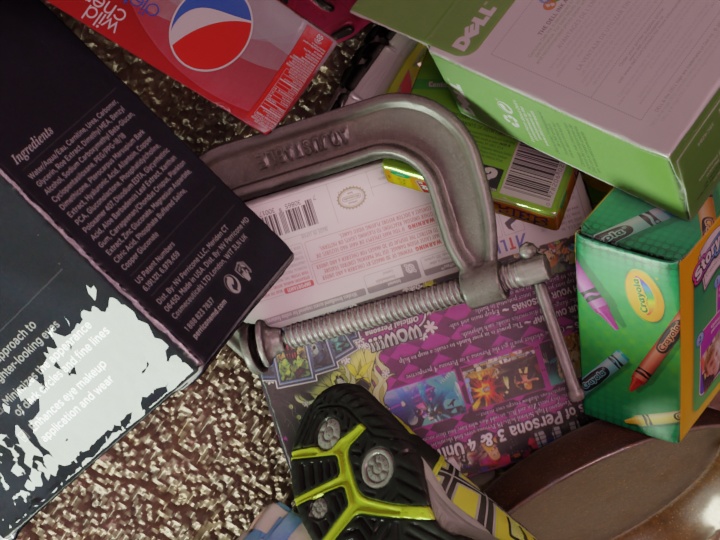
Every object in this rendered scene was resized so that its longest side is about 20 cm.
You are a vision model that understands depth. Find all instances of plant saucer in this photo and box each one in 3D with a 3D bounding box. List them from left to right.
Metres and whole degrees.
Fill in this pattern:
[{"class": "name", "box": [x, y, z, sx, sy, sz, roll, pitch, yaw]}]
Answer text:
[{"class": "plant saucer", "box": [0.131, 0.130, 1.078, 0.200, 0.200, 0.034, -18, 59, -12]}]

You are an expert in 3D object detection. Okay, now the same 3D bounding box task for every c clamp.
[{"class": "c clamp", "box": [0.000, 0.000, 1.002, 0.200, 0.027, 0.171, -10, 97, 17]}]

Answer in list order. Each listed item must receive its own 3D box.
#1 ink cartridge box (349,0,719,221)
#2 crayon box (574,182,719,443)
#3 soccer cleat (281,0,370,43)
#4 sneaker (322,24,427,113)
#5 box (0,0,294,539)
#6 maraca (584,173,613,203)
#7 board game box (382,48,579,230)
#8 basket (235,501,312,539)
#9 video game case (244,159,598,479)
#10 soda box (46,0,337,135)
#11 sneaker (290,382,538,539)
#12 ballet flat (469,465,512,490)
[{"class": "ink cartridge box", "box": [0.105, -0.115, 0.973, 0.200, 0.059, 0.104, 28, 74, 33]}, {"class": "crayon box", "box": [0.185, -0.020, 1.019, 0.200, 0.058, 0.119, -45, 141, -38]}, {"class": "soccer cleat", "box": [0.014, -0.216, 1.107, 0.070, 0.086, 0.200, 28, 107, -17]}, {"class": "sneaker", "box": [0.031, -0.088, 1.103, 0.090, 0.078, 0.200, 33, 94, -10]}, {"class": "box", "box": [-0.177, 0.000, 0.979, 0.200, 0.197, 0.117, 45, 37, -7]}, {"class": "maraca", "box": [0.145, -0.098, 1.105, 0.200, 0.107, 0.137, -33, 113, -11]}, {"class": "board game box", "box": [0.090, -0.125, 1.033, 0.096, 0.030, 0.200, 17, 74, 14]}, {"class": "basket", "box": [0.001, 0.221, 1.032, 0.200, 0.176, 0.139, 40, 65, 7]}, {"class": "video game case", "box": [0.038, 0.023, 1.057, 0.200, 0.036, 0.181, -18, 97, 1]}, {"class": "soda box", "box": [-0.110, -0.142, 0.958, 0.200, 0.070, 0.063, 31, 96, -39]}, {"class": "sneaker", "box": [0.038, 0.135, 0.976, 0.075, 0.076, 0.200, -52, 55, 16]}, {"class": "ballet flat", "box": [0.085, 0.103, 1.113, 0.071, 0.065, 0.200, 43, 83, -14]}]
